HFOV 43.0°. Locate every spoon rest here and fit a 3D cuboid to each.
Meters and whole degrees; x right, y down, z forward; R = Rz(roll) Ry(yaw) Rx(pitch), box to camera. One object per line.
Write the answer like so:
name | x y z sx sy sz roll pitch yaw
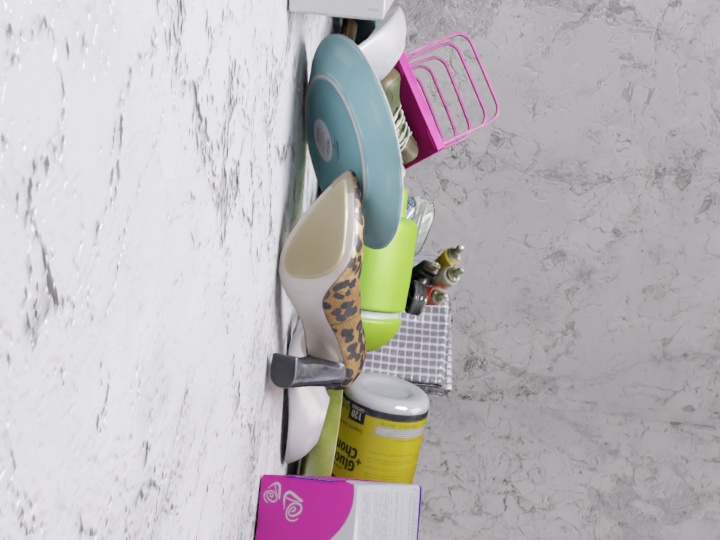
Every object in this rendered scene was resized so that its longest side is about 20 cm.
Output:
spoon rest | -0.055 0.115 0.966 0.100 0.060 0.202 -77 -175 -61
spoon rest | 0.002 -0.216 0.975 0.099 0.060 0.202 -41 -157 39

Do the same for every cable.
cable | 0.074 0.029 1.186 0.098 0.050 0.200 -66 -170 -20

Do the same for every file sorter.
file sorter | 0.091 -0.235 1.302 0.141 0.124 0.200 66 -20 -3

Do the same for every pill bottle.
pill bottle | 0.013 0.237 1.125 0.112 0.110 0.204 -69 171 -79

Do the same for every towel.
towel | 0.046 0.104 1.395 0.086 0.196 0.168 89 6 -57

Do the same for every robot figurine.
robot figurine | 0.000 0.000 1.025 0.175 0.114 0.204 -10 110 -76

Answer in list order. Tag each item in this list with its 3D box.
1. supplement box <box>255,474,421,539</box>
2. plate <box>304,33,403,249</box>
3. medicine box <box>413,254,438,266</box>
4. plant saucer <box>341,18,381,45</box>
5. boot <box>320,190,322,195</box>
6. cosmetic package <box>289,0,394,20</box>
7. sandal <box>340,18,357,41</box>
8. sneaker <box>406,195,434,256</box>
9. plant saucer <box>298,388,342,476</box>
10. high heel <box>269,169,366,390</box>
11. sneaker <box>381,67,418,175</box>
supplement box | -0.017 0.255 0.887 0.200 0.099 0.105 30 63 -67
plate | -0.016 -0.115 0.851 0.201 0.025 0.203 52 -29 45
medicine box | 0.052 0.054 1.583 0.201 0.179 0.105 -78 174 -62
plant saucer | 0.003 -0.309 1.137 0.019 0.070 0.200 -42 174 -3
boot | -0.009 -0.158 1.117 0.201 0.068 0.177 -76 172 -57
cosmetic package | -0.006 -0.287 0.807 0.200 0.083 0.110 -79 174 -70
sandal | -0.005 -0.249 1.168 0.201 0.054 0.083 89 6 -64
sneaker | 0.020 -0.008 1.166 0.077 0.084 0.203 -177 -72 -78
plant saucer | -0.054 0.232 1.084 0.200 0.030 0.204 -168 -90 -87
high heel | -0.016 0.013 0.854 0.142 0.071 0.203 10 97 -63
sneaker | 0.043 -0.185 1.208 0.067 0.089 0.201 -51 172 -25
